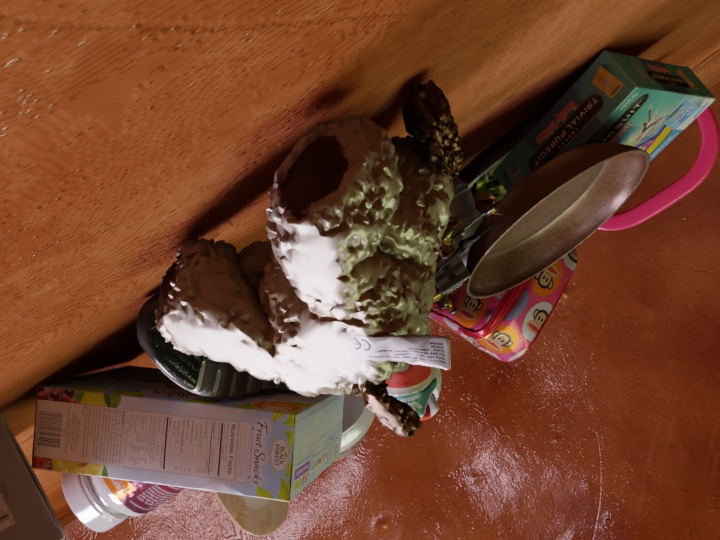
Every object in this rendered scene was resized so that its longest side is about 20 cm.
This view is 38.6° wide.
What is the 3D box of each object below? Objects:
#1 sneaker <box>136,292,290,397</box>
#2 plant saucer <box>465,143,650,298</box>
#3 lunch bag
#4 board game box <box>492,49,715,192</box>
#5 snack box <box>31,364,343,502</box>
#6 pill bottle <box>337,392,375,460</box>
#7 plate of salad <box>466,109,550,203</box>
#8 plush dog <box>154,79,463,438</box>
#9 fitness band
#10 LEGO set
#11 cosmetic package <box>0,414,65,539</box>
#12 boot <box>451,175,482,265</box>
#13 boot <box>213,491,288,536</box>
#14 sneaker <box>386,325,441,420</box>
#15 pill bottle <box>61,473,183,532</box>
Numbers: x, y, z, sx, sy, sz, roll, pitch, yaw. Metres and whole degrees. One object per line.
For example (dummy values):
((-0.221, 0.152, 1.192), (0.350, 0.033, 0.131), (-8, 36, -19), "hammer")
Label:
((-0.111, 0.049, 0.776), (0.115, 0.076, 0.199), (15, 177, 41), "sneaker")
((0.167, -0.051, 0.917), (0.199, 0.037, 0.201), (-30, 160, -12), "plant saucer")
((0.149, -0.007, 1.151), (0.177, 0.082, 0.200), (-57, -149, -3), "lunch bag")
((0.234, -0.129, 0.973), (0.199, 0.047, 0.151), (-9, 147, -52), "board game box")
((-0.125, 0.121, 0.801), (0.197, 0.069, 0.169), (3, -179, 12), "snack box")
((-0.041, 0.125, 0.996), (0.116, 0.117, 0.200), (-31, 170, -9), "pill bottle")
((0.194, -0.127, 1.068), (0.199, 0.048, 0.200), (-32, 174, -4), "plate of salad")
((0.001, -0.013, 0.601), (0.199, 0.160, 0.173), (-35, -160, 43), "plush dog")
((0.319, -0.134, 1.198), (0.199, 0.145, 0.037), (-34, 175, 26), "fitness band")
((0.023, 0.000, 0.829), (0.153, 0.117, 0.200), (-31, 174, -14), "LEGO set")
((-0.292, 0.191, 0.795), (0.090, 0.108, 0.200), (-29, 175, -23), "cosmetic package")
((0.090, -0.027, 1.098), (0.073, 0.096, 0.200), (-31, 174, -10), "boot")
((-0.118, 0.156, 0.962), (0.070, 0.203, 0.144), (-22, 163, -11), "boot")
((0.037, 0.088, 0.933), (0.069, 0.095, 0.200), (-10, 179, 1), "sneaker")
((-0.256, 0.224, 1.247), (0.199, 0.115, 0.114), (-34, 174, 9), "pill bottle")
